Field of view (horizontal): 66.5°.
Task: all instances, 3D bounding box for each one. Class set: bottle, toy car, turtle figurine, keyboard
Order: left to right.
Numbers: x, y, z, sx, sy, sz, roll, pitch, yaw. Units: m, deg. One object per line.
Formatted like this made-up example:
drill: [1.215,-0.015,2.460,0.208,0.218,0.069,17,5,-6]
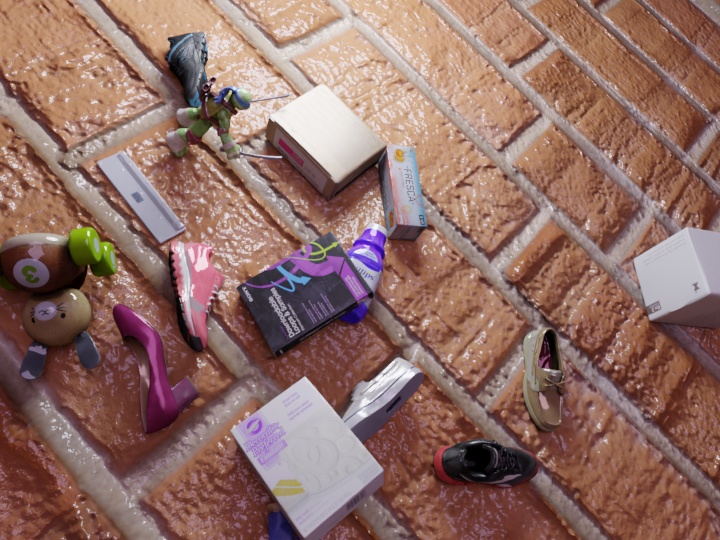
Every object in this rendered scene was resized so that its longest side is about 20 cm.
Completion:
toy car: [-0.458,0.055,0.814,0.163,0.158,0.201,-9,79,-10]
keyboard: [-0.400,-0.136,1.001,0.056,0.011,0.200,-37,80,-25]
turtle figurine: [-0.254,-0.269,1.043,0.200,0.193,0.145,-4,87,-62]
bottle: [0.000,0.000,1.040,0.083,0.065,0.201,24,59,0]

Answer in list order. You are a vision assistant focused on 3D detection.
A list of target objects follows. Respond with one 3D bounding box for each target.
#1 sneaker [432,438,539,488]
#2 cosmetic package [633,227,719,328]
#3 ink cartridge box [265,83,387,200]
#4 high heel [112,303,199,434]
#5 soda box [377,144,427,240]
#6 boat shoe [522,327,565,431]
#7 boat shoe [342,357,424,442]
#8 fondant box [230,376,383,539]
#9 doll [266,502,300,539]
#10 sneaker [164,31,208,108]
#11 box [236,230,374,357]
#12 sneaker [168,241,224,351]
sneaker: [0.230,0.331,0.939,0.199,0.098,0.071,8,60,-17]
cosmetic package: [0.774,0.022,1.246,0.199,0.165,0.166,8,62,-17]
ink cartridge box: [-0.072,-0.270,1.144,0.200,0.075,0.165,46,61,6]
high heel: [-0.342,0.147,0.842,0.200,0.067,0.096,49,49,4]
soda box: [0.085,-0.165,1.155,0.068,0.064,0.201,3,65,-18]
boat shoe: [0.360,0.206,1.065,0.074,0.066,0.201,7,63,-16]
boat shoe: [0.018,0.223,0.942,0.200,0.071,0.070,-39,51,-22]
fondant box: [-0.082,0.281,0.827,0.144,0.058,0.200,-33,55,-22]
doll: [-0.082,0.441,0.802,0.136,0.048,0.201,-3,66,-20]
sneaker: [-0.355,-0.407,1.124,0.081,0.073,0.201,-4,58,-9]
box: [-0.098,0.038,0.958,0.199,0.036,0.143,-32,69,-8]
sneaker: [-0.268,0.035,0.924,0.086,0.074,0.201,-7,67,-24]
